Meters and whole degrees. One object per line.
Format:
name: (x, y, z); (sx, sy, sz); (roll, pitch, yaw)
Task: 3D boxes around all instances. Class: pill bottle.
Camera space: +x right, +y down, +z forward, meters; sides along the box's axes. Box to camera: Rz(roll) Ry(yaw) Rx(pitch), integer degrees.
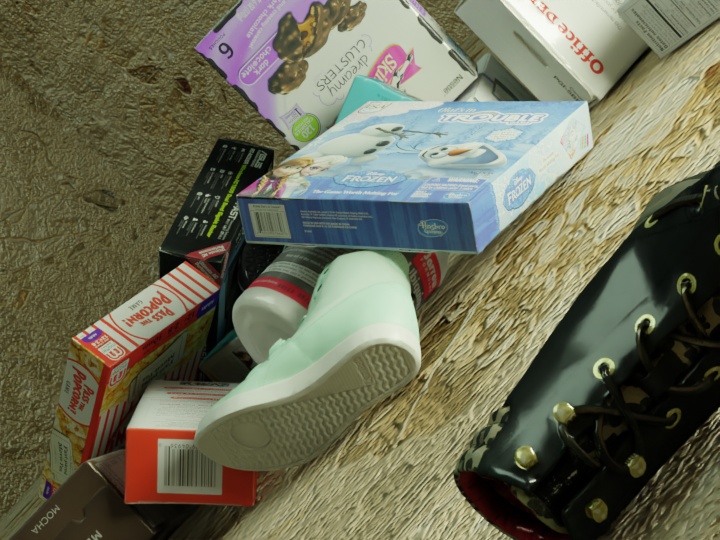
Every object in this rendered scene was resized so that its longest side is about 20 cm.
pill bottle: (0.000, 0.000, 1.290); (0.200, 0.111, 0.111); (-47, 6, -28)

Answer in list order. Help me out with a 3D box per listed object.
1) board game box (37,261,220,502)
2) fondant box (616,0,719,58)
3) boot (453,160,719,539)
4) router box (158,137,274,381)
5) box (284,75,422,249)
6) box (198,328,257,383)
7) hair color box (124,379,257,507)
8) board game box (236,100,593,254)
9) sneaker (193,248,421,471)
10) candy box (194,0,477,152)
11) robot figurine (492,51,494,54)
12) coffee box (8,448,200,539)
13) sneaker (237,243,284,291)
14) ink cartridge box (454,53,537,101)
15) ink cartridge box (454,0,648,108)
board game box: (-0.204, 0.107, 1.433); (0.151, 0.046, 0.201); (-38, -24, -46)
fondant box: (0.302, -0.263, 1.252); (0.144, 0.058, 0.200); (-49, 8, -30)
boot: (0.115, 0.027, 0.570); (0.154, 0.073, 0.204); (-50, 3, -17)
router box: (-0.138, -0.010, 1.566); (0.201, 0.062, 0.151); (-70, -10, -51)
box: (-0.001, -0.060, 1.413); (0.049, 0.082, 0.201); (0, -65, -65)
box: (-0.068, 0.073, 1.415); (0.049, 0.082, 0.200); (-49, 7, -28)
hair color box: (-0.130, 0.134, 1.299); (0.200, 0.101, 0.062); (-105, 17, -83)
board game box: (0.043, -0.075, 1.217); (0.199, 0.044, 0.199); (3, 26, 32)
sneaker: (-0.035, 0.062, 1.172); (0.200, 0.074, 0.119); (-32, 34, 28)
candy box: (-0.019, -0.193, 1.471); (0.168, 0.200, 0.072); (-44, 9, 13)
robot figurine: (0.216, -0.265, 1.566); (0.200, 0.113, 0.169); (-46, 35, -10)
coffee box: (-0.209, 0.211, 1.318); (0.113, 0.080, 0.200); (-45, -5, 3)
sneaker: (-0.073, 0.008, 1.562); (0.200, 0.071, 0.084); (-59, -18, -70)
ink cartridge box: (0.090, -0.108, 1.525); (0.148, 0.086, 0.200); (-43, 9, 20)
ink cartridge box: (0.202, -0.253, 1.435); (0.200, 0.147, 0.083); (-47, 5, -19)
